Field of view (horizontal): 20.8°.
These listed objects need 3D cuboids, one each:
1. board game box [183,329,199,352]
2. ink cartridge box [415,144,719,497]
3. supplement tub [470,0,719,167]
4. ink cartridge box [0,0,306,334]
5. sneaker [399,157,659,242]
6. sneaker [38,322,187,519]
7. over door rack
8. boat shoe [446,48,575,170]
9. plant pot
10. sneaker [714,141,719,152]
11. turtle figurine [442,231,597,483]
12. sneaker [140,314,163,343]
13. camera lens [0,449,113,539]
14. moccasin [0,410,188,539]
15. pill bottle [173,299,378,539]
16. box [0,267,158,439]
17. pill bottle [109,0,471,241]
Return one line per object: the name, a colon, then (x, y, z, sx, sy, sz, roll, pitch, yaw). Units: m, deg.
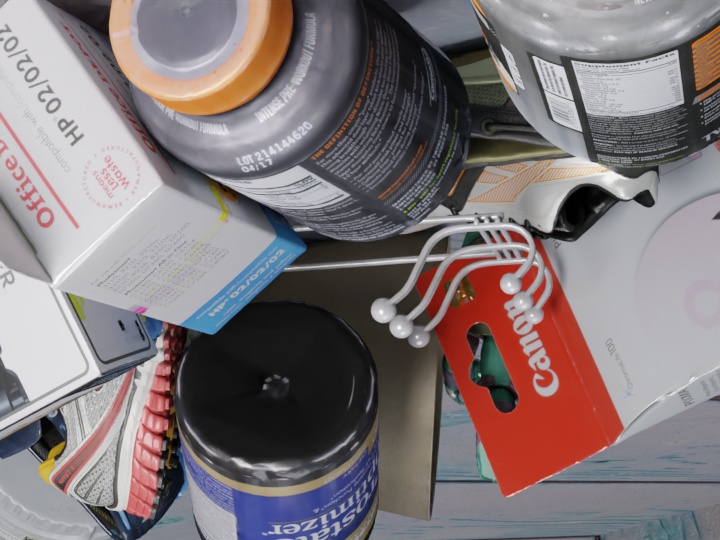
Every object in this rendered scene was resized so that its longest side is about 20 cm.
board game box: (-0.171, 0.056, 1.201, 0.034, 0.134, 0.200, -52, -177, -33)
ink cartridge box: (0.138, 0.013, 1.114, 0.199, 0.163, 0.057, -25, 148, 5)
supplement tub: (0.099, -0.121, 0.747, 0.122, 0.123, 0.200, -12, 165, 8)
ink cartridge box: (-0.113, -0.047, 0.857, 0.068, 0.115, 0.200, -41, 160, 10)
sneaker: (0.082, -0.048, 1.097, 0.074, 0.080, 0.200, 2, 163, -46)
sneaker: (-0.137, 0.037, 1.068, 0.082, 0.201, 0.078, 8, -168, 3)
over door rack: (0.000, 0.000, 1.069, 0.199, 0.067, 0.148, 8, 173, 10)
boat shoe: (0.031, -0.069, 1.005, 0.200, 0.066, 0.072, -12, 167, 7)
plant pot: (-0.046, 0.062, 1.273, 0.199, 0.188, 0.187, 3, 166, 3)
sneaker: (0.266, -0.081, 1.107, 0.112, 0.072, 0.200, -21, 155, 23)
turtle figurine: (0.098, 0.031, 1.212, 0.150, 0.200, 0.101, -39, 125, 23)
sneaker: (-0.190, 0.028, 1.020, 0.199, 0.083, 0.071, 3, -172, 21)
camera lens: (-0.218, 0.128, 1.391, 0.159, 0.161, 0.200, -5, 164, -20)
moccasin: (-0.186, 0.082, 1.135, 0.200, 0.068, 0.080, 40, 154, -11)
pill bottle: (-0.044, 0.113, 1.121, 0.111, 0.112, 0.200, -9, 147, -5)
box: (-0.212, 0.036, 0.959, 0.199, 0.117, 0.060, -27, 177, 22)
pill bottle: (-0.030, -0.082, 0.841, 0.106, 0.107, 0.200, -15, 164, 18)
